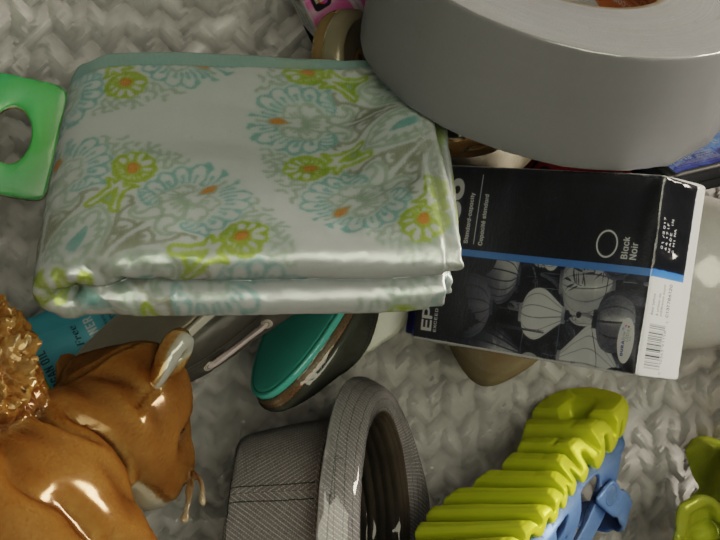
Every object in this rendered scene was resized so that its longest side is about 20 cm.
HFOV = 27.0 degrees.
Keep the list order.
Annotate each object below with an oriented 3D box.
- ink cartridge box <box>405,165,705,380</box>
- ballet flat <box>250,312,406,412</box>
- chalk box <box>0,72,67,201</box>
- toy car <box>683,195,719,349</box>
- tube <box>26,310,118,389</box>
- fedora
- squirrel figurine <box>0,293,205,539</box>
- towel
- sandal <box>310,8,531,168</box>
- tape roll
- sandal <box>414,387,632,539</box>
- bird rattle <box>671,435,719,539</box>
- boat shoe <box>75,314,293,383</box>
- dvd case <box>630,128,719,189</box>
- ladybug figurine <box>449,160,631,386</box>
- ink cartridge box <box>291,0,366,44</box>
[{"bbox_3d":[0.085,-0.004,0.792,0.039,0.200,0.100,9,88,-40],"label":"ink cartridge box"},{"bbox_3d":[0.000,0.000,0.861,0.068,0.068,0.200,36,62,-34],"label":"ballet flat"},{"bbox_3d":[-0.256,-0.086,0.769,0.200,0.124,0.125,12,85,-18],"label":"chalk box"},{"bbox_3d":[0.228,-0.005,0.926,0.200,0.177,0.185,-1,104,10],"label":"toy car"},{"bbox_3d":[-0.146,0.041,0.846,0.200,0.050,0.078,-29,92,-10],"label":"tube"},{"bbox_3d":[-0.023,0.149,0.831,0.090,0.200,0.177,-2,69,13],"label":"fedora"},{"bbox_3d":[-0.154,0.080,0.679,0.200,0.141,0.187,54,46,-20],"label":"squirrel figurine"},{"bbox_3d":[-0.052,-0.047,0.735,0.200,0.171,0.048,-1,128,-2],"label":"towel"},{"bbox_3d":[0.055,-0.100,0.865,0.200,0.054,0.080,19,68,-44],"label":"sandal"},{"bbox_3d":[0.102,-0.133,0.784,0.200,0.200,0.066,1,127,-17],"label":"tape roll"},{"bbox_3d":[0.106,0.151,0.884,0.200,0.079,0.087,-34,115,-39],"label":"sandal"},{"bbox_3d":[0.286,0.179,0.914,0.200,0.163,0.113,37,44,-4],"label":"bird rattle"},{"bbox_3d":[-0.068,0.023,0.801,0.200,0.067,0.057,-37,123,4],"label":"boat shoe"},{"bbox_3d":[0.168,-0.109,0.849,0.142,0.200,0.018,-14,130,-25],"label":"dvd case"},{"bbox_3d":[0.114,-0.023,0.873,0.072,0.136,0.200,38,101,-5],"label":"ladybug figurine"},{"bbox_3d":[0.052,-0.193,0.872,0.200,0.037,0.095,-35,136,-6],"label":"ink cartridge box"}]
